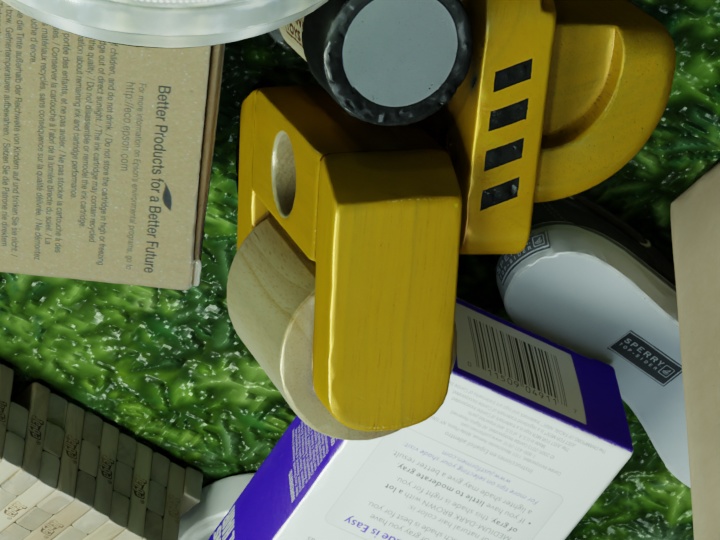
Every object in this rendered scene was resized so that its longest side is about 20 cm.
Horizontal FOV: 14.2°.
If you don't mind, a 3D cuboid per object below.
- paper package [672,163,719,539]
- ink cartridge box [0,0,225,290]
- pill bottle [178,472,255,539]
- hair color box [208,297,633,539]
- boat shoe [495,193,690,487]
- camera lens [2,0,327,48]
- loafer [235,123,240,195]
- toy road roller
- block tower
[{"bbox_3d":[0.216,0.016,1.096,0.103,0.200,0.191,27,132,-25],"label":"paper package"},{"bbox_3d":[-0.134,-0.090,1.108,0.164,0.075,0.200,6,137,-4],"label":"ink cartridge box"},{"bbox_3d":[-0.048,0.198,1.325,0.115,0.200,0.116,3,137,3],"label":"pill bottle"},{"bbox_3d":[0.013,0.107,1.204,0.109,0.065,0.200,25,118,-20],"label":"hair color box"},{"bbox_3d":[0.130,0.029,1.234,0.069,0.057,0.200,-34,127,23],"label":"boat shoe"},{"bbox_3d":[-0.061,-0.185,0.930,0.159,0.160,0.200,6,134,-3],"label":"camera lens"},{"bbox_3d":[0.000,0.000,1.214,0.072,0.073,0.200,-24,134,-7],"label":"loafer"},{"bbox_3d":[0.034,-0.044,1.084,0.145,0.123,0.201,-1,110,-18],"label":"toy road roller"},{"bbox_3d":[-0.167,0.082,1.314,0.200,0.058,0.054,30,132,-28],"label":"block tower"}]
